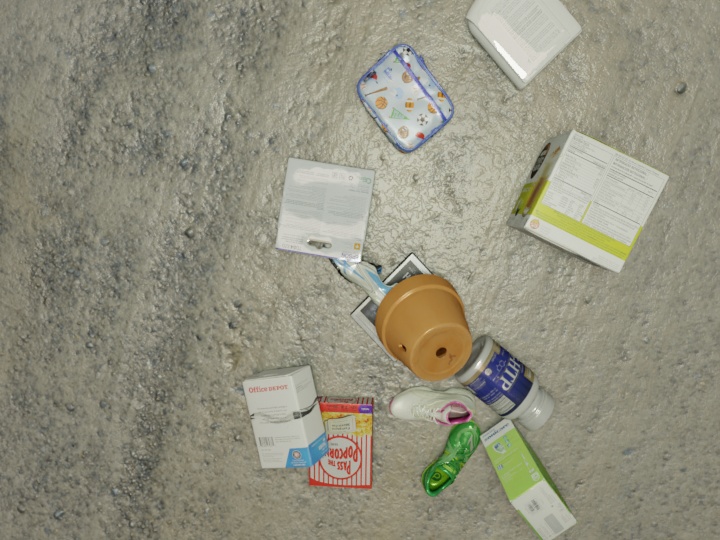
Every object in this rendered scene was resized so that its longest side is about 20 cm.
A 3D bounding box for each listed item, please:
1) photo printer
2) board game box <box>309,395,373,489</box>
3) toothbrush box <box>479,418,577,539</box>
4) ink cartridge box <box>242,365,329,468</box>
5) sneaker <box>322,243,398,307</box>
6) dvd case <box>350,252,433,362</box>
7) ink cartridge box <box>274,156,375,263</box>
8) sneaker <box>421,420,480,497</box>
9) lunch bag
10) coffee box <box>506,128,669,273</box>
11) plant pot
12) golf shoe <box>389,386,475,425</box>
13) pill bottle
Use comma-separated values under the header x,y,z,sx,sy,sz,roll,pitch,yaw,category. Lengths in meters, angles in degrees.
x,y,z,sx,sy,sz,roll,pitch,yaw,category
0.322,-0.499,1.109,0.166,0.069,0.200,-43,92,9,photo printer
-0.044,0.397,1.271,0.148,0.046,0.205,0,98,5,board game box
0.348,0.435,1.154,0.085,0.201,0.146,-35,111,9,toothbrush box
-0.166,0.325,1.223,0.142,0.084,0.205,-12,92,29,ink cartridge box
0.000,0.000,1.196,0.199,0.072,0.073,39,84,12,sneaker
0.096,0.084,1.229,0.150,0.025,0.200,45,99,-3,dvd case
-0.076,-0.130,1.190,0.192,0.043,0.205,10,89,2,ink cartridge box
0.210,0.430,1.238,0.073,0.084,0.202,31,98,0,sneaker
0.093,-0.361,1.145,0.159,0.076,0.201,-38,95,6,lunch bag
0.434,-0.137,1.084,0.197,0.200,0.201,25,98,1,coffee box
0.142,0.129,1.135,0.195,0.141,0.204,-7,119,-14,plant pot
0.160,0.305,1.222,0.195,0.092,0.077,-6,99,7,golf shoe
0.314,0.248,1.187,0.199,0.120,0.120,38,99,-2,pill bottle
